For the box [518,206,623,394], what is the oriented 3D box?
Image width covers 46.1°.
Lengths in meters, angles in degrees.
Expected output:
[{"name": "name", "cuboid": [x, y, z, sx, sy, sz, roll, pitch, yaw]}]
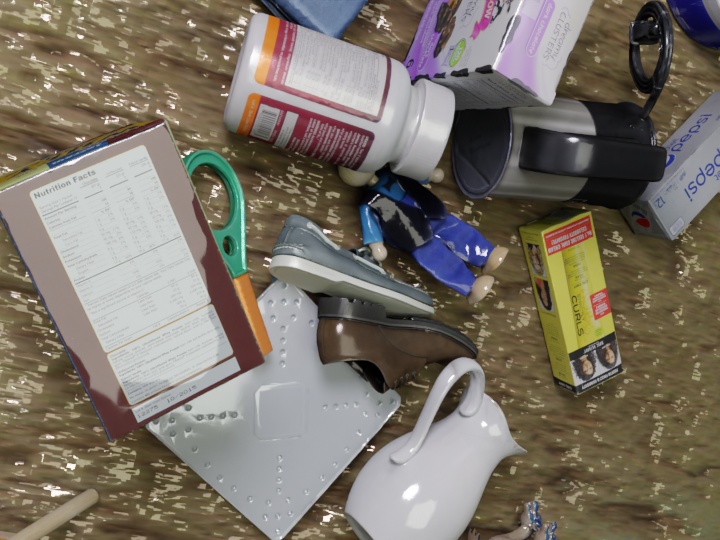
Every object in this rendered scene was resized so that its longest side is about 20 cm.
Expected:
[{"name": "box", "cuboid": [0.245, 0.035, 0.977, 0.074, 0.050, 0.203, -20, 105, -18]}]

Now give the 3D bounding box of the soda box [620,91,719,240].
[{"name": "soda box", "cuboid": [0.397, -0.127, 1.007, 0.200, 0.068, 0.064, -45, 111, -11]}]

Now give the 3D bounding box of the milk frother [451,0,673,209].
[{"name": "milk frother", "cuboid": [0.216, -0.173, 0.873, 0.186, 0.180, 0.203, 2, 85, -24]}]

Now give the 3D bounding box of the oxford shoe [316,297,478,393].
[{"name": "oxford shoe", "cuboid": [0.037, 0.087, 0.874, 0.198, 0.072, 0.086, 13, 75, -29]}]

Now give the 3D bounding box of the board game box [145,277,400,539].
[{"name": "board game box", "cuboid": [-0.085, 0.141, 0.868, 0.200, 0.026, 0.200, -46, 113, -10]}]

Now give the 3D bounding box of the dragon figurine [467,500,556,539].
[{"name": "dragon figurine", "cuboid": [0.160, 0.365, 0.988, 0.098, 0.059, 0.202, 23, 88, -24]}]

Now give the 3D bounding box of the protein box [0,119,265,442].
[{"name": "protein box", "cuboid": [-0.199, -0.004, 0.702, 0.134, 0.198, 0.202, -25, 107, -18]}]

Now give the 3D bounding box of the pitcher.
[{"name": "pitcher", "cuboid": [0.072, 0.201, 0.887, 0.199, 0.121, 0.173, -40, 128, -19]}]

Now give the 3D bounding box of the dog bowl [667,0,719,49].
[{"name": "dog bowl", "cuboid": [0.455, -0.363, 0.989, 0.197, 0.079, 0.203, -4, 100, -22]}]

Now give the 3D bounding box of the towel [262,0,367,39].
[{"name": "towel", "cuboid": [-0.074, -0.313, 0.790, 0.200, 0.048, 0.112, 43, 81, -22]}]

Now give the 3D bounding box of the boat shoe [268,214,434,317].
[{"name": "boat shoe", "cuboid": [0.000, 0.000, 0.858, 0.198, 0.072, 0.063, 20, 68, -32]}]

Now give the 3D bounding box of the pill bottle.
[{"name": "pill bottle", "cuboid": [-0.020, -0.155, 0.787, 0.197, 0.110, 0.111, 16, 92, -14]}]

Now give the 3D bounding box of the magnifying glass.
[{"name": "magnifying glass", "cuboid": [-0.124, -0.015, 0.801, 0.079, 0.022, 0.203, -29, 106, -54]}]

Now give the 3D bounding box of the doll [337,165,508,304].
[{"name": "doll", "cuboid": [0.058, -0.056, 0.872, 0.199, 0.048, 0.137, 37, 61, -9]}]

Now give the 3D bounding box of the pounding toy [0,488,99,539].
[{"name": "pounding toy", "cuboid": [-0.339, 0.269, 0.710, 0.197, 0.184, 0.144, 13, 94, -15]}]

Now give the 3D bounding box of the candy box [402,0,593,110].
[{"name": "candy box", "cuboid": [0.132, -0.245, 0.805, 0.071, 0.200, 0.170, 24, 88, -24]}]
